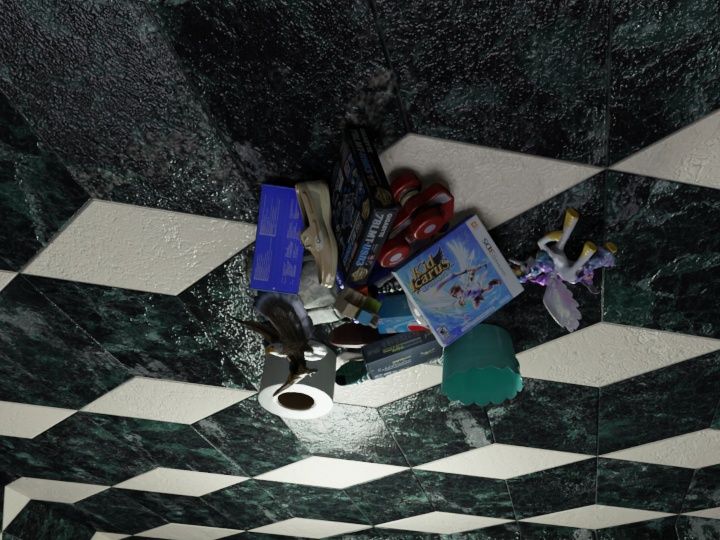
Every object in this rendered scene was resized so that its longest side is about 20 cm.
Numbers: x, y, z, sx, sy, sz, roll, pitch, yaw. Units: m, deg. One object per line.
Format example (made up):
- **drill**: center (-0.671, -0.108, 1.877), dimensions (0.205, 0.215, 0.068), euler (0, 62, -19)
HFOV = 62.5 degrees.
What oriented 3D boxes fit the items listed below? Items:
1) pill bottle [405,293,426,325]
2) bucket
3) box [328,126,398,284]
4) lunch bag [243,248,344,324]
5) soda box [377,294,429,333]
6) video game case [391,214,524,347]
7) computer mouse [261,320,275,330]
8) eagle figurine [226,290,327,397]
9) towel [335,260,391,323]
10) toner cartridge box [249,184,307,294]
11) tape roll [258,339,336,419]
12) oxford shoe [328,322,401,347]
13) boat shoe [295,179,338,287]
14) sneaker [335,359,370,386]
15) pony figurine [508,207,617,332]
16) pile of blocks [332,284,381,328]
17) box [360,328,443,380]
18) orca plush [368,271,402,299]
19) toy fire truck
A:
- **pill bottle**: center (0.206, 0.038, 1.281), dimensions (0.199, 0.115, 0.114), euler (-20, 135, 19)
- **bucket**: center (0.302, 0.239, 1.501), dimensions (0.205, 0.136, 0.208), euler (2, 141, 2)
- **box**: center (-0.007, -0.113, 1.050), dimensions (0.049, 0.199, 0.201), euler (-4, 143, -21)
- **lunch bag**: center (-0.128, 0.022, 1.270), dimensions (0.198, 0.140, 0.168), euler (-8, 145, 16)
- **soda box**: center (0.136, 0.098, 1.399), dimensions (0.198, 0.068, 0.064), euler (-6, 139, 12)
- **video game case**: center (0.193, 0.019, 1.175), dimensions (0.199, 0.045, 0.182), euler (-35, 95, -4)
- **computer mouse**: center (-0.157, 0.095, 1.432), dimensions (0.109, 0.044, 0.200), euler (6, 143, -42)
- **eagle figurine**: center (-0.167, 0.138, 1.227), dimensions (0.151, 0.201, 0.151), euler (-29, 170, -10)
- **towel**: center (0.000, 0.000, 1.245), dimensions (0.049, 0.148, 0.201), euler (22, 148, 35)
- **toner cartridge box**: center (-0.154, -0.059, 1.148), dimensions (0.094, 0.202, 0.043), euler (8, -177, -3)
- **tape roll**: center (-0.167, 0.293, 1.603), dimensions (0.201, 0.140, 0.203), euler (2, 141, 1)
- **oxford shoe**: center (0.020, 0.174, 1.500), dimensions (0.198, 0.071, 0.075), euler (-4, 142, 9)
- **boat shoe**: center (-0.085, -0.066, 1.104), dimensions (0.064, 0.202, 0.072), euler (-7, -177, -19)
- **sneaker**: center (0.024, 0.284, 1.632), dimensions (0.199, 0.075, 0.087), euler (-23, 139, 28)
- **pony figurine**: center (0.421, -0.002, 1.215), dimensions (0.193, 0.167, 0.200), euler (42, 140, 5)
- **pile of blocks**: center (0.007, 0.062, 1.122), dimensions (0.082, 0.062, 0.200), euler (31, -179, 8)
- **box**: center (0.106, 0.202, 1.469), dimensions (0.199, 0.051, 0.158), euler (-19, 154, -3)
- **orca plush**: center (0.110, 0.017, 1.226), dimensions (0.199, 0.071, 0.105), euler (-29, 173, -27)
- **toy fire truck**: center (0.098, -0.086, 1.150), dimensions (0.200, 0.113, 0.168), euler (-39, 154, 17)
